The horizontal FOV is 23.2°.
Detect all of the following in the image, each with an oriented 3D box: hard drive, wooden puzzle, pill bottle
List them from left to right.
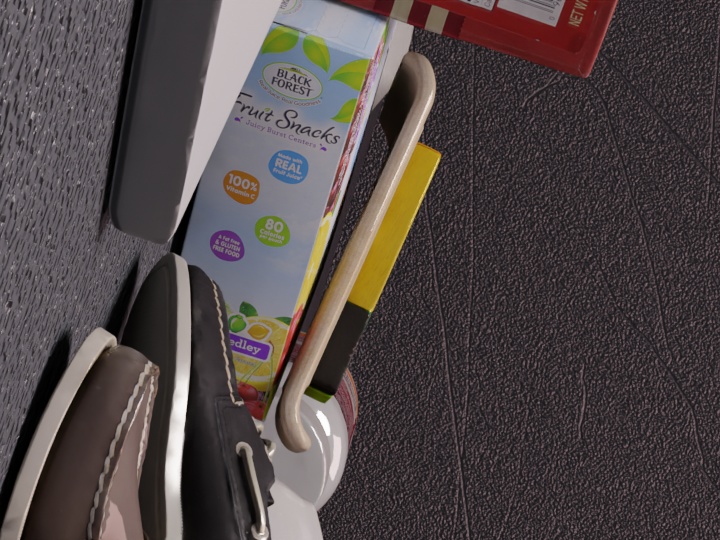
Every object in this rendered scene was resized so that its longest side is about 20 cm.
[{"bbox_3d":[-0.041,-0.122,0.633,0.201,0.026,0.133,-72,179,-48],"label":"hard drive"},{"bbox_3d":[-0.060,0.105,1.138,0.200,0.108,0.111,-63,171,-83],"label":"pill bottle"},{"bbox_3d":[0.000,0.000,0.925,0.185,0.037,0.202,119,-9,-83],"label":"wooden puzzle"}]

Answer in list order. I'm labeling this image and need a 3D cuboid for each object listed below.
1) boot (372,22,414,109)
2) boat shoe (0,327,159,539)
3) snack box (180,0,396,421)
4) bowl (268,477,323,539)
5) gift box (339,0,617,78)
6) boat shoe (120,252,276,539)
[{"bbox_3d":[-0.027,-0.104,1.037,0.202,0.073,0.075,-69,-162,0],"label":"boot"},{"bbox_3d":[-0.099,0.122,0.607,0.072,0.059,0.202,-3,109,-82],"label":"boat shoe"},{"bbox_3d":[-0.035,-0.058,0.867,0.169,0.067,0.202,-72,-179,-61],"label":"snack box"},{"bbox_3d":[-0.051,0.197,0.926,0.200,0.074,0.202,117,-39,-75],"label":"bowl"},{"bbox_3d":[0.074,-0.210,0.803,0.188,0.198,0.186,-73,-175,-51],"label":"gift box"},{"bbox_3d":[-0.061,0.089,0.682,0.074,0.060,0.202,-48,-141,48],"label":"boat shoe"}]
